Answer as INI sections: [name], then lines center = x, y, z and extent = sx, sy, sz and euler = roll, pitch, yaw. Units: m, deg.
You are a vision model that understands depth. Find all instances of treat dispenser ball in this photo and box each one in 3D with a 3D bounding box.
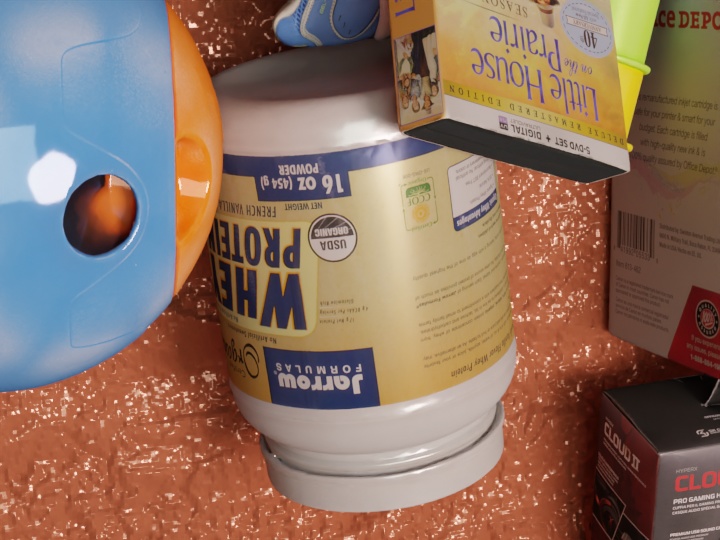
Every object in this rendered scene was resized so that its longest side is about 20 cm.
[treat dispenser ball]
center = -0.158, -0.050, 0.732
extent = 0.199, 0.201, 0.203
euler = -3, 100, -17

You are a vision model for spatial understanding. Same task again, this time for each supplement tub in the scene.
[supplement tub]
center = 0.000, 0.000, 0.840
extent = 0.143, 0.144, 0.202
euler = -13, 109, -15

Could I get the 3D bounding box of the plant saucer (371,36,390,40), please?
[plant saucer]
center = 0.047, -0.208, 0.882
extent = 0.199, 0.039, 0.203
euler = -3, 99, -18

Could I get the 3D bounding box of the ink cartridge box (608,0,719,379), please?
[ink cartridge box]
center = 0.197, -0.054, 0.897
extent = 0.082, 0.146, 0.202
euler = -3, 100, -19

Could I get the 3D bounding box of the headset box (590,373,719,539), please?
[headset box]
center = 0.206, 0.140, 0.946
extent = 0.147, 0.075, 0.202
euler = -6, 115, -17

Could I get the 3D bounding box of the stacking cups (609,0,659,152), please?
[stacking cups]
center = 0.136, -0.162, 0.868
extent = 0.060, 0.060, 0.202
euler = 16, 92, -19

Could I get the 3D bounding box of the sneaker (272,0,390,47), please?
[sneaker]
center = -0.030, -0.198, 0.799
extent = 0.076, 0.076, 0.202
euler = -18, 94, -2

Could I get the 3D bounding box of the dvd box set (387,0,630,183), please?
[dvd box set]
center = 0.063, -0.148, 0.789
extent = 0.146, 0.029, 0.202
euler = 11, 70, -48
